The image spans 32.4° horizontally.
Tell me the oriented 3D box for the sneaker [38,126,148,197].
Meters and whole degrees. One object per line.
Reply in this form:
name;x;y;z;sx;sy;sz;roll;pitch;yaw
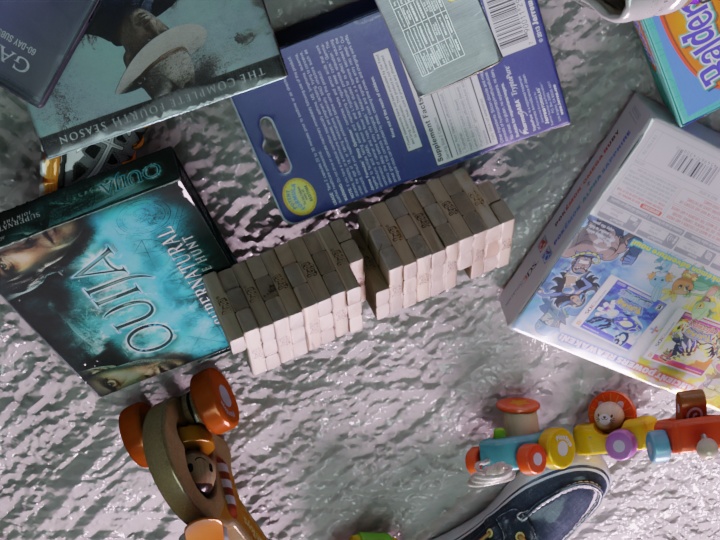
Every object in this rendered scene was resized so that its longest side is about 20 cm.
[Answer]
sneaker;-0.154;-0.098;0.749;0.076;0.079;0.202;4;122;-15

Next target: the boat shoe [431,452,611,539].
boat shoe;0.125;0.231;0.988;0.200;0.091;0.071;-39;120;17

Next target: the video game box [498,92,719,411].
video game box;0.227;-0.005;0.875;0.198;0.047;0.183;22;116;-20

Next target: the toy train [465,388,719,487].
toy train;0.171;0.115;0.906;0.197;0.150;0.056;-7;85;2

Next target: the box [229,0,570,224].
box;0.023;-0.115;0.784;0.198;0.033;0.122;-20;123;4

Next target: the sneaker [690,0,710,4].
sneaker;0.150;-0.239;0.671;0.098;0.069;0.203;-8;95;19

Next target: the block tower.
block tower;0.000;0.000;0.808;0.198;0.054;0.058;-22;148;-12

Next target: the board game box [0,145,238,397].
board game box;-0.147;0.010;0.793;0.134;0.028;0.201;-21;148;1

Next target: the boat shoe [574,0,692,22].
boat shoe;0.086;-0.196;0.648;0.069;0.200;0.071;-28;146;-33

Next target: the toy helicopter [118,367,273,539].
toy helicopter;-0.099;0.180;0.901;0.078;0.133;0.201;-25;123;9

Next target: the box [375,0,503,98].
box;0.005;-0.206;0.631;0.048;0.159;0.201;-24;113;7

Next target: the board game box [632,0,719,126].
board game box;0.256;-0.199;0.752;0.198;0.045;0.153;-25;122;9

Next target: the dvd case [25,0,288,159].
dvd case;-0.137;-0.179;0.673;0.144;0.022;0.202;-18;100;-3

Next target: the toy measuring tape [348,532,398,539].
toy measuring tape;0.002;0.267;1.027;0.073;0.074;0.201;4;145;-10

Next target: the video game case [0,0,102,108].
video game case;-0.181;-0.209;0.645;0.142;0.019;0.201;30;95;-8
